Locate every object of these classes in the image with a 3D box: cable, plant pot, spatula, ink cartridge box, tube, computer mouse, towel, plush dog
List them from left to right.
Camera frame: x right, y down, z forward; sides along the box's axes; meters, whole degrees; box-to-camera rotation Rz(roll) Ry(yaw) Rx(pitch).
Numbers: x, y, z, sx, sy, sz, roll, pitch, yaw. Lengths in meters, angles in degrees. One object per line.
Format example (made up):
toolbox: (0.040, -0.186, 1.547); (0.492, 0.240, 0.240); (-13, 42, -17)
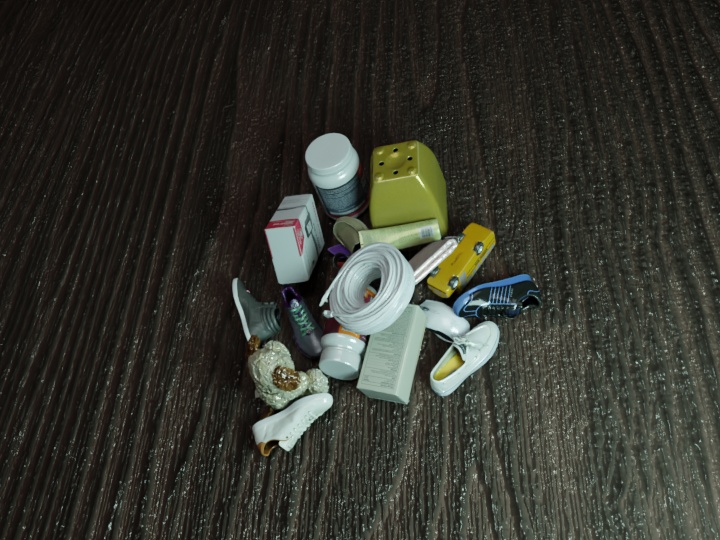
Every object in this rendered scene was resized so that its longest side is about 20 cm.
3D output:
plush dog: (-0.191, 0.234, 1.443); (0.198, 0.173, 0.161); (29, 67, 32)
ink cartridge box: (-0.159, -0.083, 1.629); (0.081, 0.148, 0.201); (-6, 28, 14)
spatula: (-0.010, -0.007, 1.645); (0.056, 0.021, 0.201); (-20, 52, -28)
cable: (0.000, 0.000, 1.576); (0.196, 0.050, 0.100); (-9, 80, 36)
cable: (0.024, 0.040, 1.391); (0.198, 0.069, 0.203); (20, 76, 47)
tube: (0.094, -0.081, 1.580); (0.195, 0.053, 0.058); (-12, 23, 4)
plant pot: (0.108, -0.206, 1.633); (0.189, 0.202, 0.199); (-7, 53, 13)
towel: (0.127, -0.001, 1.500); (0.190, 0.200, 0.032); (-42, 96, -6)
computer mouse: (0.163, 0.096, 1.502); (0.197, 0.044, 0.110); (26, 66, 31)

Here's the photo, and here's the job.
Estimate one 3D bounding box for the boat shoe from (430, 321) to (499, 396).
boat shoe: (0.220, 0.172, 1.403); (0.201, 0.087, 0.074); (-41, 54, -11)

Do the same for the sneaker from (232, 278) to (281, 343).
sneaker: (-0.255, 0.091, 1.635); (0.097, 0.071, 0.203); (-24, 58, -2)

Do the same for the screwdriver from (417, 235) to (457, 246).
screwdriver: (0.165, -0.070, 1.624); (0.194, 0.028, 0.030); (-1, 84, 14)

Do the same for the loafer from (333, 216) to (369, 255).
loafer: (-0.004, -0.067, 1.635); (0.199, 0.077, 0.068); (37, 39, 29)

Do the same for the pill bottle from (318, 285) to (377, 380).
pill bottle: (-0.028, 0.136, 1.495); (0.111, 0.115, 0.204); (1, 56, 19)

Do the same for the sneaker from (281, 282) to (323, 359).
sneaker: (-0.144, 0.121, 1.561); (0.073, 0.088, 0.201); (-31, 52, -5)

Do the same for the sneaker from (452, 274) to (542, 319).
sneaker: (0.304, 0.073, 1.445); (0.195, 0.071, 0.079); (-19, 48, -5)

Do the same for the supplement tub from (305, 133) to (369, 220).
supplement tub: (-0.057, -0.241, 1.711); (0.137, 0.202, 0.143); (-8, 54, 12)

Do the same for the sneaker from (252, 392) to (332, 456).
sneaker: (-0.138, 0.340, 1.424); (0.197, 0.073, 0.086); (-30, 55, 11)

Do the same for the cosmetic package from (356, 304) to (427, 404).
cosmetic package: (0.071, 0.177, 1.435); (0.101, 0.073, 0.205); (6, 68, 28)

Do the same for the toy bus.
toy bus: (0.237, -0.019, 1.535); (0.064, 0.079, 0.201); (27, 68, 31)
